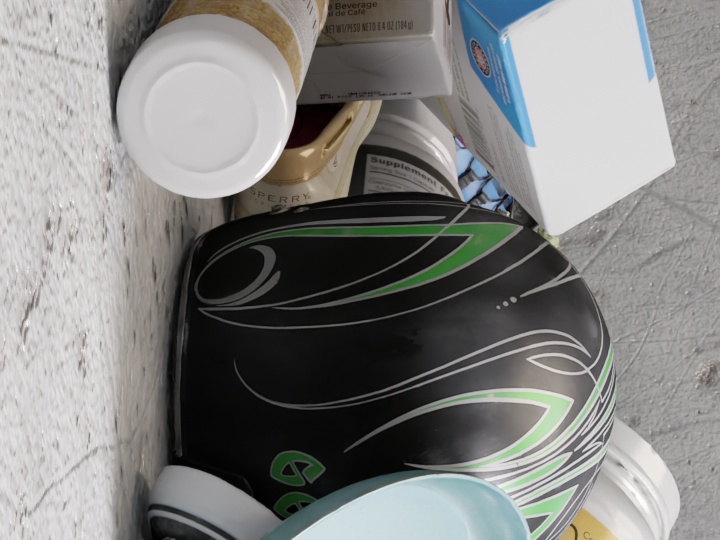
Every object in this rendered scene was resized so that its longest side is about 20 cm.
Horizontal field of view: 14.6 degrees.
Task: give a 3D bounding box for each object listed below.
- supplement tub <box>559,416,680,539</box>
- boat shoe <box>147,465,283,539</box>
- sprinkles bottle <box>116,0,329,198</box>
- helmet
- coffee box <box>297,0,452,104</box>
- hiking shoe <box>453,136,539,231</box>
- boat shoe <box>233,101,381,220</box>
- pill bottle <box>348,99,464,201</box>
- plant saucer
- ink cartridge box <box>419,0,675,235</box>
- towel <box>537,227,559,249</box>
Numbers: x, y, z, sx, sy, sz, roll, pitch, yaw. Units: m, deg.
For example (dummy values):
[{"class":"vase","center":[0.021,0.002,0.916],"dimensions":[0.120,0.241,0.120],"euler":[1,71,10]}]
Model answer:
[{"class":"supplement tub","center":[0.060,0.167,1.385],"dimensions":[0.200,0.144,0.145],"euler":[-57,157,-29]},{"class":"boat shoe","center":[-0.047,0.161,1.179],"dimensions":[0.071,0.072,0.200],"euler":[-56,143,-26]},{"class":"sprinkles bottle","center":[-0.053,-0.091,1.168],"dimensions":[0.200,0.068,0.069],"euler":[-77,166,-70]},{"class":"helmet","center":[0.020,0.058,1.267],"dimensions":[0.200,0.190,0.201],"euler":[0,90,-85]},{"class":"coffee box","center":[-0.015,-0.188,1.373],"dimensions":[0.080,0.114,0.201],"euler":[64,24,-70]},{"class":"hiking shoe","center":[0.072,-0.053,1.683],"dimensions":[0.074,0.086,0.201],"euler":[-51,146,-43]},{"class":"boat shoe","center":[-0.026,-0.099,1.457],"dimensions":[0.200,0.073,0.069],"euler":[-84,178,-47]},{"class":"pill bottle","center":[0.000,0.000,1.507],"dimensions":[0.200,0.113,0.114],"euler":[-86,173,-48]},{"class":"plant saucer","center":[-0.013,0.159,1.146],"dimensions":[0.027,0.200,0.201],"euler":[41,-30,37]},{"class":"ink cartridge box","center":[0.069,-0.137,1.480],"dimensions":[0.200,0.084,0.145],"euler":[47,-17,43]},{"class":"towel","center":[0.046,-0.063,1.798],"dimensions":[0.036,0.148,0.201],"euler":[1,65,-47]}]
